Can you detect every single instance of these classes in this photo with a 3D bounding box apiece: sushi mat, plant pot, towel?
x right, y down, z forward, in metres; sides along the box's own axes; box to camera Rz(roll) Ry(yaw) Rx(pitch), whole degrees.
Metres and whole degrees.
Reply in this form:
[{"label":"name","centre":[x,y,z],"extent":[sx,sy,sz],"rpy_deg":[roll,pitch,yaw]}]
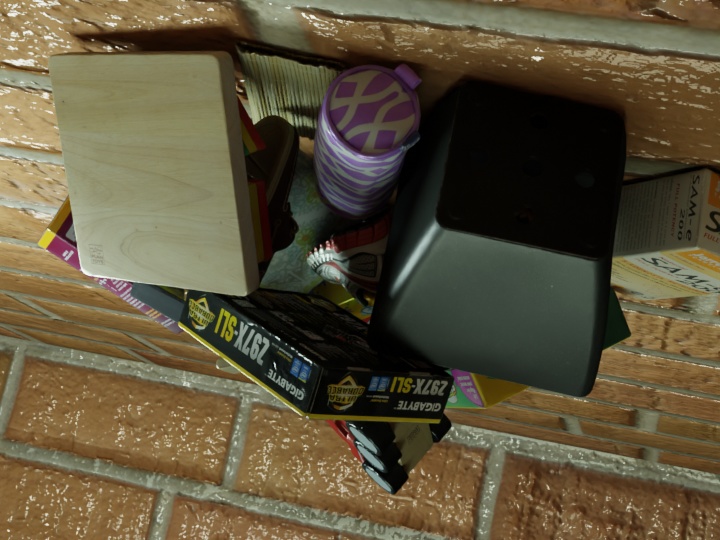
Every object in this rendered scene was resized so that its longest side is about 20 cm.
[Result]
[{"label":"sushi mat","centre":[-0.056,-0.149,1.131],"extent":[0.094,0.012,0.200],"rpy_deg":[11,167,3]},{"label":"plant pot","centre":[0.123,-0.040,1.057],"extent":[0.197,0.202,0.178],"rpy_deg":[12,153,2]},{"label":"towel","centre":[-0.088,-0.037,1.295],"extent":[0.199,0.171,0.048],"rpy_deg":[32,-161,-52]}]

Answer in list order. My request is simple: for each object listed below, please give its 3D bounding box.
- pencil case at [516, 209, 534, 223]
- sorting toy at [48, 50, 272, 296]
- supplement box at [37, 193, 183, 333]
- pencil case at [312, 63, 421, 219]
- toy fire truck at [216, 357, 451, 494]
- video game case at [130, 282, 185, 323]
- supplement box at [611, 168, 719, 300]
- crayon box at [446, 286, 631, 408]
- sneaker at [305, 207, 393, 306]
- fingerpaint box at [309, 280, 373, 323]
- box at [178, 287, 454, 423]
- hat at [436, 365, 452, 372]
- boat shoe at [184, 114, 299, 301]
[{"label":"pencil case","centre":[0.131,-0.034,1.303],"extent":[0.198,0.079,0.089],"rpy_deg":[22,150,-37]},{"label":"sorting toy","centre":[-0.165,-0.093,1.124],"extent":[0.198,0.202,0.069],"rpy_deg":[7,-159,34]},{"label":"supplement box","centre":[-0.261,-0.028,1.511],"extent":[0.199,0.111,0.086],"rpy_deg":[35,159,-13]},{"label":"pencil case","centre":[0.003,-0.108,1.090],"extent":[0.084,0.086,0.200],"rpy_deg":[39,166,3]},{"label":"toy fire truck","centre":[-0.026,0.122,1.301],"extent":[0.199,0.129,0.177],"rpy_deg":[37,163,24]},{"label":"video game case","centre":[-0.133,0.058,1.398],"extent":[0.179,0.026,0.199],"rpy_deg":[18,-178,-33]},{"label":"supplement box","centre":[0.285,-0.027,1.189],"extent":[0.125,0.075,0.199],"rpy_deg":[18,166,-28]},{"label":"crayon box","centre":[0.153,0.081,1.317],"extent":[0.171,0.059,0.200],"rpy_deg":[-23,-179,-16]},{"label":"sneaker","centre":[0.000,0.000,1.246],"extent":[0.077,0.083,0.200],"rpy_deg":[-25,-179,-9]},{"label":"fingerpaint box","centre":[0.041,0.014,1.424],"extent":[0.198,0.074,0.166],"rpy_deg":[-23,154,26]},{"label":"box","centre":[-0.041,0.069,1.123],"extent":[0.158,0.050,0.199],"rpy_deg":[10,-167,-44]},{"label":"hat","centre":[0.103,0.018,1.194],"extent":[0.198,0.082,0.201],"rpy_deg":[-16,-165,4]},{"label":"boat shoe","centre":[-0.096,-0.044,1.194],"extent":[0.071,0.202,0.072],"rpy_deg":[9,-163,-44]}]
